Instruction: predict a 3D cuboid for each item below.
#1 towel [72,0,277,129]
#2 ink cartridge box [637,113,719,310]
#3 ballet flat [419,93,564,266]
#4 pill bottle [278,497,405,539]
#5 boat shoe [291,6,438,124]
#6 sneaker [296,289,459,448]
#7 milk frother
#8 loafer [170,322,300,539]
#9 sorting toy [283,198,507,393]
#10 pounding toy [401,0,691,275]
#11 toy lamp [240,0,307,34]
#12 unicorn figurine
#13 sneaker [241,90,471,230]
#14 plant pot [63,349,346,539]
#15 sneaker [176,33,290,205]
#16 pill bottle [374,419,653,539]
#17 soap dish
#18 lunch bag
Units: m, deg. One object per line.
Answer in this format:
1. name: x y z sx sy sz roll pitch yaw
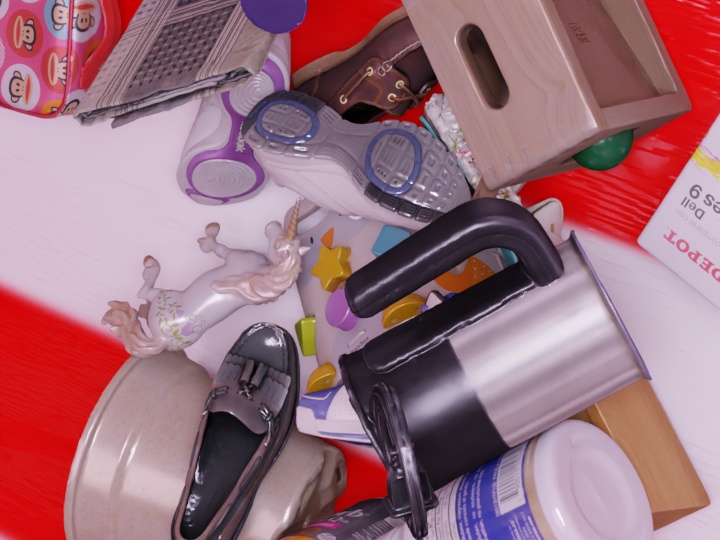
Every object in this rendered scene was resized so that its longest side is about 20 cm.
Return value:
1. towel: -0.124 -0.193 1.528 0.192 0.201 0.035 -11 129 35
2. ink cartridge box: 0.308 -0.058 1.303 0.145 0.087 0.201 42 121 20
3. ballet flat: 0.116 -0.055 1.451 0.064 0.076 0.201 -29 87 1
4. pill bottle: 0.001 0.246 1.501 0.116 0.200 0.117 7 103 33
5. boat shoe: 0.025 -0.151 1.486 0.200 0.070 0.071 -28 62 44
6. sneaker: 0.052 0.076 1.435 0.198 0.080 0.116 -6 74 35
7. milk frother: 0.090 0.077 1.251 0.187 0.181 0.201 -29 45 6
8. loafer: -0.097 0.132 1.488 0.071 0.063 0.201 17 78 8
9. sorting toy: 0.000 0.000 1.536 0.200 0.106 0.181 -44 55 32
10. pounding toy: 0.121 -0.127 1.358 0.142 0.184 0.201 -28 83 35
11. toy lamp: -0.040 -0.247 1.442 0.058 0.200 0.059 8 123 12
12. unicorn figurine: -0.117 0.008 1.574 0.200 0.074 0.137 -46 31 3
13. sneaker: 0.003 -0.074 1.470 0.199 0.075 0.087 26 156 27
14. plant pot: -0.118 0.182 1.595 0.183 0.200 0.202 19 110 18
15. sneaker: -0.097 -0.133 1.586 0.074 0.100 0.200 18 136 -12
16. pill bottle: 0.101 0.199 1.375 0.200 0.119 0.120 -32 81 36
17. soap dish: 0.147 0.149 1.456 0.200 0.081 0.158 -32 81 35
18. lunch bag: -0.280 -0.238 1.675 0.175 0.082 0.201 18 108 30
